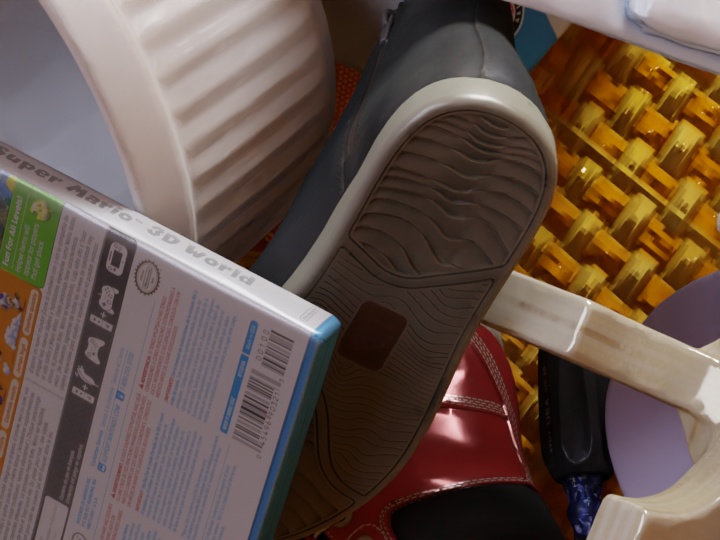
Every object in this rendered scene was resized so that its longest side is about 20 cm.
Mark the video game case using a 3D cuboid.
[{"bbox_3d":[-0.112,0.032,0.756,0.199,0.018,0.144,27,122,15],"label":"video game case"}]

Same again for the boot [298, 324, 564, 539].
[{"bbox_3d":[-0.034,0.084,0.822,0.199,0.073,0.145,-11,46,-3],"label":"boot"}]

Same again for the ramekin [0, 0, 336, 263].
[{"bbox_3d":[-0.099,-0.076,0.809,0.105,0.201,0.200,-34,37,-31],"label":"ramekin"}]

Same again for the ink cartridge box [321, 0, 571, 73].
[{"bbox_3d":[0.033,-0.189,0.847,0.144,0.147,0.200,29,71,42],"label":"ink cartridge box"}]

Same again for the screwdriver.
[{"bbox_3d":[0.084,0.111,0.812,0.029,0.028,0.201,-23,63,35],"label":"screwdriver"}]

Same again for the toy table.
[{"bbox_3d":[0.134,0.046,0.729,0.199,0.117,0.185,6,77,43],"label":"toy table"}]

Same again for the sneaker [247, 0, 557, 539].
[{"bbox_3d":[0.000,0.000,0.774,0.200,0.075,0.106,-52,17,27],"label":"sneaker"}]

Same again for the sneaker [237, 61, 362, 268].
[{"bbox_3d":[-0.025,-0.043,0.945,0.200,0.073,0.077,-41,72,21],"label":"sneaker"}]

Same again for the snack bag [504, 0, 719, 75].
[{"bbox_3d":[0.109,-0.162,0.749,0.021,0.199,0.190,173,112,-77],"label":"snack bag"}]
